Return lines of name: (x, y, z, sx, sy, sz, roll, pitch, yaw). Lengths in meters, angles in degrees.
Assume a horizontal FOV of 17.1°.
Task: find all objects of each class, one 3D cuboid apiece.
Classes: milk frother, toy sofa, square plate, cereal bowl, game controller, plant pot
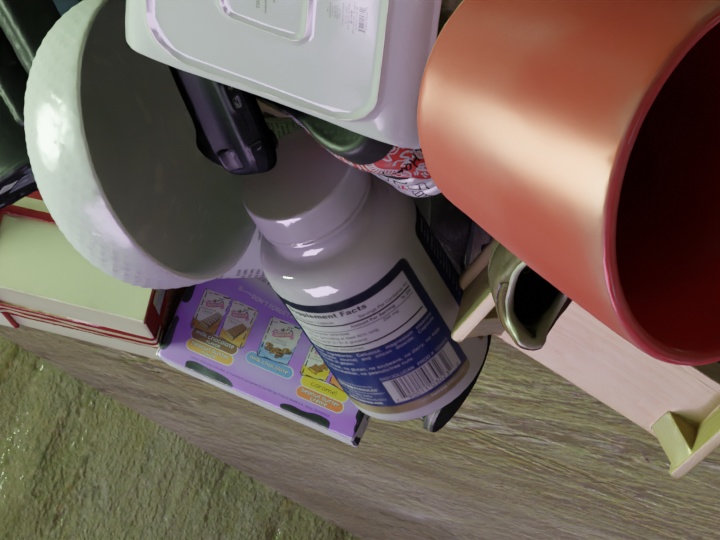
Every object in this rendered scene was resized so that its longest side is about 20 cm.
milk frother: (-0.227, -0.170, 1.672, 0.180, 0.200, 0.189, -33, 86, 39)
toy sofa: (0.166, 0.040, 1.593, 0.199, 0.098, 0.083, 32, 131, -11)
square plate: (-0.049, -0.165, 1.345, 0.197, 0.029, 0.201, 21, 139, 13)
cereal bowl: (-0.151, -0.082, 1.543, 0.083, 0.201, 0.200, -13, 149, 29)
game controller: (-0.108, -0.152, 1.477, 0.201, 0.042, 0.104, 68, 171, -16)
plant pot: (0.138, -0.072, 1.246, 0.177, 0.201, 0.200, 25, 172, 46)

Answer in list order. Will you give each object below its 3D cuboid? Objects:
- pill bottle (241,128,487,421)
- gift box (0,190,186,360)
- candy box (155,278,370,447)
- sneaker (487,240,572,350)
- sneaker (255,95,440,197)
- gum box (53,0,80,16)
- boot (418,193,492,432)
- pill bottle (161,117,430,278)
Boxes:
pill bottle: (0.000, 0.000, 1.598, 0.111, 0.111, 0.200, 14, 149, 40)
gift box: (-0.223, -0.049, 1.832, 0.185, 0.186, 0.200, 13, 163, 6)
candy box: (-0.040, 0.011, 1.855, 0.167, 0.201, 0.072, 23, 173, 8)
sneaker: (0.132, -0.037, 1.420, 0.070, 0.076, 0.201, 8, 132, -13)
sneaker: (-0.016, -0.115, 1.514, 0.108, 0.067, 0.201, 26, -167, -47)
gum box: (-0.215, -0.157, 1.865, 0.169, 0.045, 0.200, 28, 168, -16)
boot: (0.015, 0.007, 1.790, 0.173, 0.202, 0.069, 14, 179, 15)
pill bottle: (-0.056, -0.052, 1.692, 0.198, 0.114, 0.113, -1, 171, -10)
